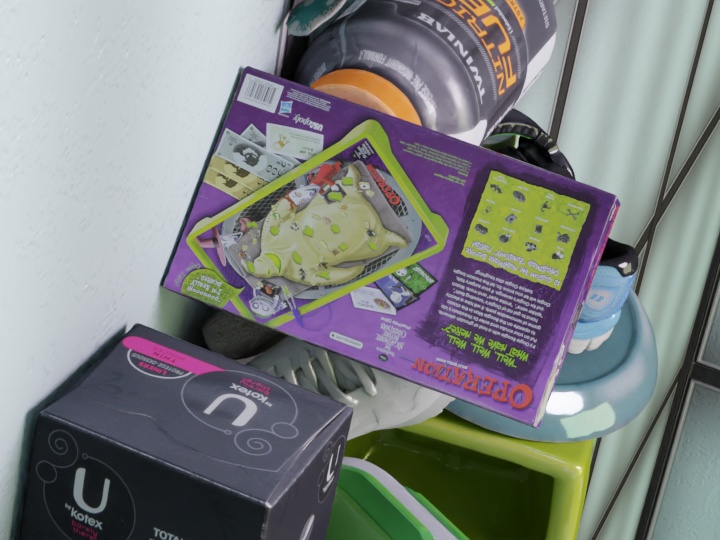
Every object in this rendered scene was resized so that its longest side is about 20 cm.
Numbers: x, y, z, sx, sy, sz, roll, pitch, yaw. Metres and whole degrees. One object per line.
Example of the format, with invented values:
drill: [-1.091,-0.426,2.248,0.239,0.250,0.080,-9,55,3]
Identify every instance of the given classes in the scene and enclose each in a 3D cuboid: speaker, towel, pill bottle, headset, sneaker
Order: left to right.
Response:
sneaker: [-0.020,0.062,1.155,0.200,0.077,0.080,-34,168,38]
towel: [0.000,0.000,1.239,0.132,0.035,0.200,-32,173,16]
speaker: [0.013,0.159,1.122,0.200,0.088,0.089,36,-70,66]
pill bottle: [0.029,-0.105,1.214,0.200,0.106,0.107,-50,156,-54]
headset: [0.090,-0.043,1.516,0.124,0.094,0.200,-46,136,6]
sneaker: [0.092,-0.047,1.345,0.078,0.200,0.090,-38,167,-47]

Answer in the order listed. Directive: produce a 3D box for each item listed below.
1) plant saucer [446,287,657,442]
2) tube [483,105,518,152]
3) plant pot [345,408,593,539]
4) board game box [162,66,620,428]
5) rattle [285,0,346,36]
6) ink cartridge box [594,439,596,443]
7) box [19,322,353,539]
plant saucer: [0.096,0.023,1.376,0.200,0.200,0.027,-53,169,-49]
tube: [0.081,-0.047,1.601,0.200,0.058,0.052,97,-15,-52]
plant pot: [0.054,0.123,1.445,0.182,0.199,0.200,-60,163,-54]
board game box: [0.014,-0.012,1.092,0.032,0.199,0.120,46,66,-76]
rattle: [0.052,-0.192,1.134,0.130,0.142,0.201,122,-9,-58]
ink cartridge box: [0.079,0.153,1.640,0.084,0.144,0.201,7,-106,60]
box: [-0.092,0.148,1.065,0.106,0.122,0.201,-47,154,-58]
